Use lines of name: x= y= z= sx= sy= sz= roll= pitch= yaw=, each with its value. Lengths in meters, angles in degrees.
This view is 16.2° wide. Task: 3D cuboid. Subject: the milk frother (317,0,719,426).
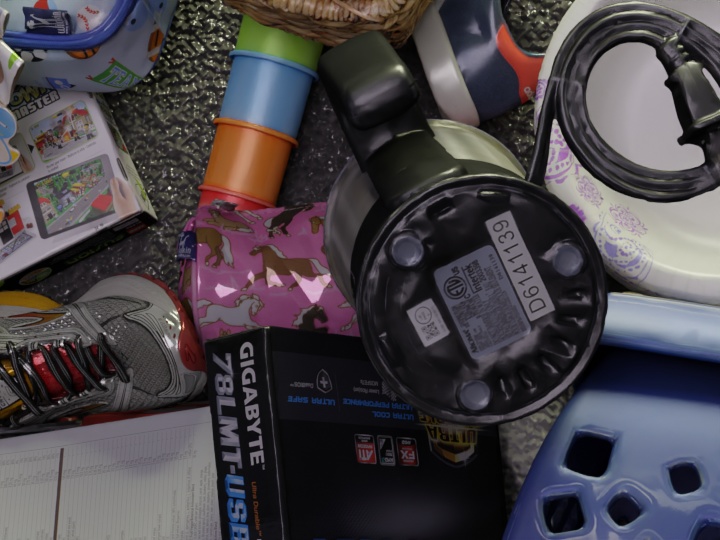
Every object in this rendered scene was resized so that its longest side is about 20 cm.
milk frother: x=0.083 y=-0.040 z=1.231 sx=0.199 sy=0.188 sz=0.182 roll=-9 pitch=103 yaw=-4

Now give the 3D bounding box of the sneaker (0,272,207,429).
sneaker: x=-0.162 y=0.055 z=1.368 sx=0.199 sy=0.082 sz=0.078 roll=-9 pitch=110 yaw=40

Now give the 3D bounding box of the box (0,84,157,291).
box: x=-0.229 y=-0.035 z=1.461 sx=0.199 sy=0.035 sz=0.111 roll=-26 pitch=76 yaw=5

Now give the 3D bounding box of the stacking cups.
stacking cups: x=-0.055 y=-0.098 z=1.425 sx=0.060 sy=0.061 sz=0.201 roll=14 pitch=83 yaw=13

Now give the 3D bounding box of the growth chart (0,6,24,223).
growth chart: x=-0.244 y=-0.111 z=1.403 sx=0.144 sy=0.018 sz=0.201 roll=28 pitch=120 yaw=21

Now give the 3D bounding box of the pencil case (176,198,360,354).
pencil case: x=0.000 y=0.000 z=1.368 sx=0.199 sy=0.083 sz=0.087 roll=-5 pitch=118 yaw=-4

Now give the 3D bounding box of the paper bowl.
paper bowl: x=0.196 y=-0.074 z=1.350 sx=0.199 sy=0.104 sz=0.202 roll=-2 pitch=80 yaw=10

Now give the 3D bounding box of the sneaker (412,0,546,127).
sneaker: x=0.054 y=-0.182 z=1.418 sx=0.084 sy=0.075 sz=0.201 roll=-21 pitch=84 yaw=3

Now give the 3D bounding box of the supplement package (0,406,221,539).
supplement package: x=-0.135 y=0.157 z=1.351 sx=0.199 sy=0.110 sz=0.114 roll=-9 pitch=47 yaw=10

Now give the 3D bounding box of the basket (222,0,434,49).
basket: x=-0.039 y=-0.214 z=1.314 sx=0.200 sy=0.149 sz=0.143 roll=34 pitch=81 yaw=5

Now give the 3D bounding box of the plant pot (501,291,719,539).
plant pot: x=0.181 y=0.123 z=1.276 sx=0.199 sy=0.200 sz=0.181 roll=8 pitch=74 yaw=12

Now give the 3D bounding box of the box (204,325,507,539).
box: x=0.006 y=0.137 z=1.303 sx=0.050 sy=0.200 sz=0.200 roll=-15 pitch=74 yaw=35

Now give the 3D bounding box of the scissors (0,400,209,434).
scissors: x=-0.151 y=0.087 z=1.429 sx=0.199 sy=0.073 sz=0.014 roll=-7 pitch=92 yaw=34

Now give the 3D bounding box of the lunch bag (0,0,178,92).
lunch bag: x=-0.175 y=-0.197 z=1.440 sx=0.159 sy=0.076 sz=0.201 roll=8 pitch=69 yaw=22
